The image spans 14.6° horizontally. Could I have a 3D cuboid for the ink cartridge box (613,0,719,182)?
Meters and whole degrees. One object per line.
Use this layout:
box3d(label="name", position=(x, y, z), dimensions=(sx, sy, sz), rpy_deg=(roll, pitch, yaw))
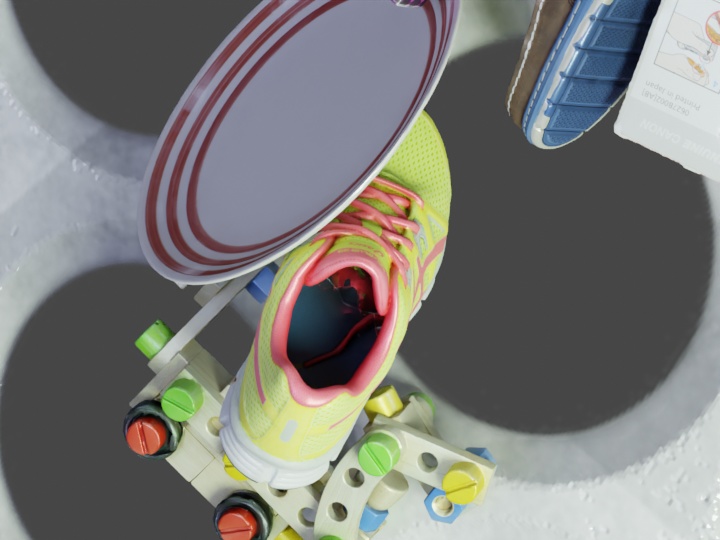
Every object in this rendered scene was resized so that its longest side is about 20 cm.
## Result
box3d(label="ink cartridge box", position=(0.216, -0.121, 1.206), dimensions=(0.161, 0.050, 0.200), rpy_deg=(28, 113, 23))

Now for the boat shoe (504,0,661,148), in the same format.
box3d(label="boat shoe", position=(0.108, -0.153, 1.254), dimensions=(0.072, 0.072, 0.200), rpy_deg=(31, 102, 27))

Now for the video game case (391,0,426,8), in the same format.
box3d(label="video game case", position=(0.020, -0.249, 1.234), dimensions=(0.181, 0.036, 0.200), rpy_deg=(45, 109, 13))

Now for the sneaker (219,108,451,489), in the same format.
box3d(label="sneaker", position=(0.000, 0.000, 1.280), dimensions=(0.078, 0.200, 0.090), rpy_deg=(20, 153, -5))

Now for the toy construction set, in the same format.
box3d(label="toy construction set", position=(-0.035, 0.063, 1.351), dimensions=(0.131, 0.092, 0.200), rpy_deg=(-45, 76, 28))

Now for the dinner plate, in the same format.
box3d(label="dinner plate", position=(-0.025, -0.072, 1.298), dimensions=(0.200, 0.200, 0.024), rpy_deg=(-32, 126, 30))
